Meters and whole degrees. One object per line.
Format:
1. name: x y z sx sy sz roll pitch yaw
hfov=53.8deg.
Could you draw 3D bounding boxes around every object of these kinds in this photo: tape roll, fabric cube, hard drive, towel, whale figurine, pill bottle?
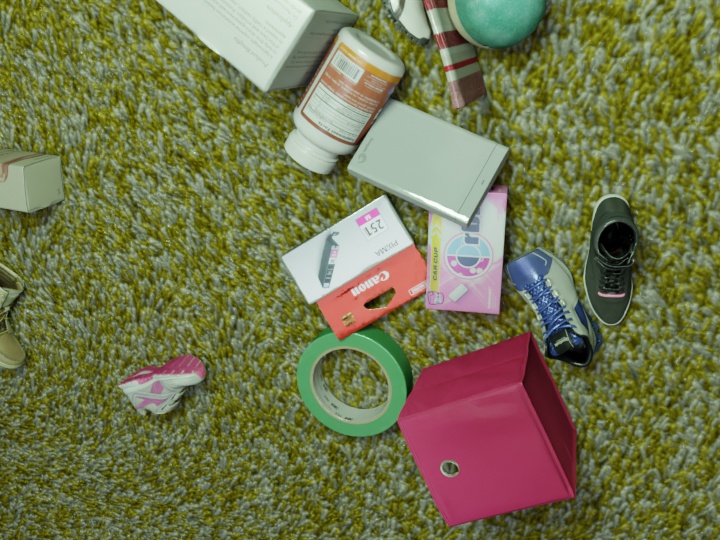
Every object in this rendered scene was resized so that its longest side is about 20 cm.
1. tape roll: -0.011 0.191 1.240 0.200 0.048 0.201 6 110 17
2. fabric cube: 0.204 0.244 1.102 0.199 0.200 0.197 -22 99 23
3. hard drive: 0.098 -0.161 1.041 0.200 0.027 0.132 27 79 18
4. towel: 0.121 -0.325 0.964 0.023 0.144 0.200 -13 104 26
5. whale figurine: 0.193 -0.392 0.922 0.159 0.104 0.201 12 95 -28
6. pill bottle: -0.030 -0.248 1.060 0.112 0.112 0.200 37 116 3

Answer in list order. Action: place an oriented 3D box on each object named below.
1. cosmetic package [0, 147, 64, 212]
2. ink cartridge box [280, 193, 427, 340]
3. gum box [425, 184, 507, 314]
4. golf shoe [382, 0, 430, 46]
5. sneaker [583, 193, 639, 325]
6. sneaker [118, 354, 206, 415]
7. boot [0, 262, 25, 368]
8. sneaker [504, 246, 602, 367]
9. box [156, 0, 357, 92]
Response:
1. cosmetic package: -0.661 -0.172 1.302 0.199 0.103 0.087 10 112 14
2. ink cartridge box: 0.000 0.000 1.145 0.200 0.044 0.174 -30 96 9
3. gum box: 0.162 -0.040 1.085 0.113 0.066 0.201 4 108 11
4. golf shoe: 0.066 -0.416 0.989 0.094 0.078 0.200 -21 102 23
5. sneaker: 0.359 -0.001 1.022 0.071 0.099 0.201 1 110 16
6. sneaker: -0.366 0.223 1.357 0.200 0.081 0.088 -17 104 31
7. boot: -0.723 0.088 1.431 0.155 0.072 0.200 -38 93 23
8. sneaker: 0.295 0.064 1.057 0.080 0.115 0.200 -33 96 24
9. box: -0.139 -0.370 1.005 0.199 0.200 0.131 40 114 1
